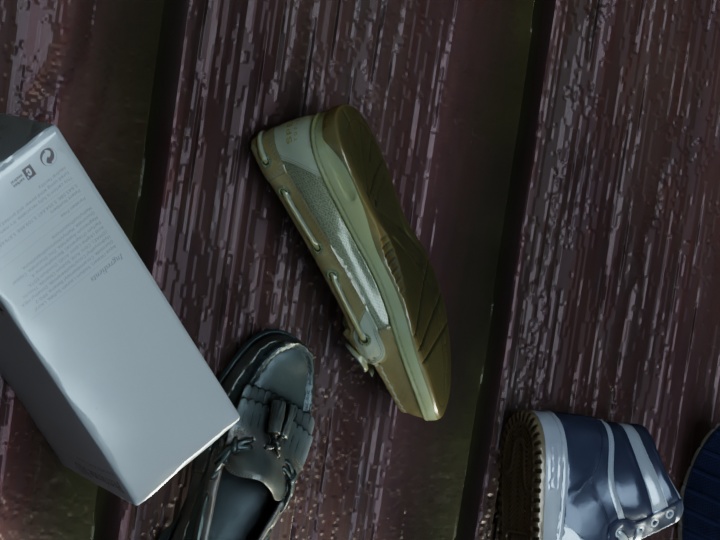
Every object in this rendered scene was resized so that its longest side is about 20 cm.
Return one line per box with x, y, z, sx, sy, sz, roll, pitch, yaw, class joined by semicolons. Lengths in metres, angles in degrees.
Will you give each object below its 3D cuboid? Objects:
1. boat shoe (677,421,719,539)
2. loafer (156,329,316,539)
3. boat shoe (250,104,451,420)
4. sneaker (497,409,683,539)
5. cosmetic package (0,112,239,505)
0.254;0.188;1.612;0.072;0.072;0.202;-6;111;-33;boat shoe
-0.068;0.134;1.420;0.072;0.063;0.201;25;86;-30;loafer
-0.001;0.001;1.442;0.073;0.063;0.202;-69;140;-57;boat shoe
0.141;0.189;1.543;0.108;0.070;0.202;2;95;-27;sneaker
-0.162;0.018;1.322;0.081;0.113;0.201;-37;112;-19;cosmetic package
